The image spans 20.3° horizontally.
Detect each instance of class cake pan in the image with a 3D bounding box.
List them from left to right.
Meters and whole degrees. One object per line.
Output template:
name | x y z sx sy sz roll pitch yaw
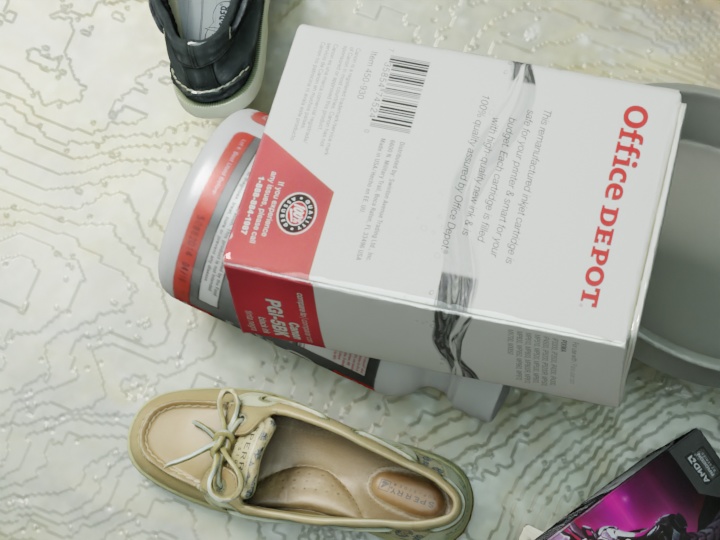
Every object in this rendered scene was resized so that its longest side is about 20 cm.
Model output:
cake pan | 0.188 -0.016 1.086 0.200 0.037 0.200 8 51 -10

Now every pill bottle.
pill bottle | 0.000 0.000 1.104 0.200 0.116 0.116 25 83 8

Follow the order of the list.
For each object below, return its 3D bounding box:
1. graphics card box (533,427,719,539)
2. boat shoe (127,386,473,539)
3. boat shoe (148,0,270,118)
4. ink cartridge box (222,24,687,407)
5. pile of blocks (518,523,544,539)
graphics card box | 0.138 0.183 1.041 0.200 0.051 0.126 -29 82 -37
boat shoe | -0.035 0.106 1.115 0.200 0.063 0.073 10 82 7
boat shoe | -0.089 -0.185 1.143 0.074 0.066 0.200 -4 60 13
ink cartridge box | 0.049 -0.027 0.999 0.200 0.083 0.147 12 64 10
pile of blocks | 0.118 0.234 1.082 0.082 0.062 0.200 -23 79 0
